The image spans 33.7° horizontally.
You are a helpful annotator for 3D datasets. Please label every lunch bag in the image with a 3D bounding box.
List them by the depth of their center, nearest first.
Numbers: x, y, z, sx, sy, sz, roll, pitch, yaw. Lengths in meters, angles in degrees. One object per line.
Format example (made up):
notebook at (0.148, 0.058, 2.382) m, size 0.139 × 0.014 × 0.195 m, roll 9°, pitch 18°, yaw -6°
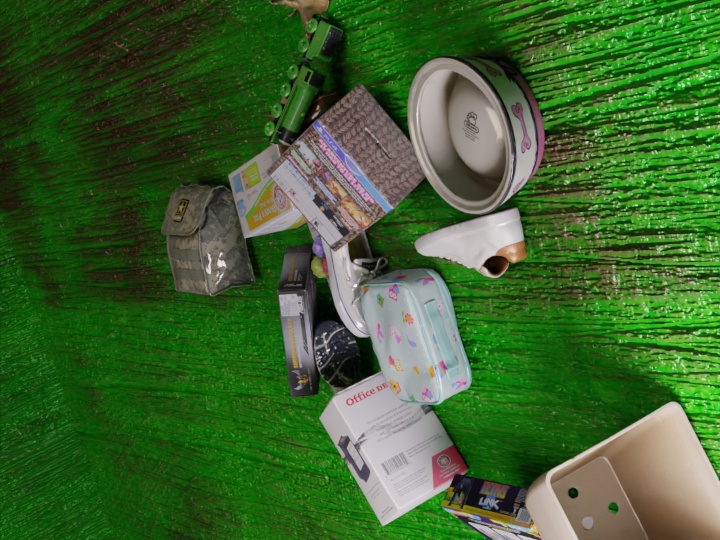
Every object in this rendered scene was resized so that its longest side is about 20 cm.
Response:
lunch bag at (0.086, 0.099, 1.755) m, size 0.160 × 0.077 × 0.202 m, roll -8°, pitch 103°, yaw 57°
lunch bag at (-0.291, -0.063, 2.209) m, size 0.163 × 0.117 × 0.202 m, roll 5°, pitch 108°, yaw 56°

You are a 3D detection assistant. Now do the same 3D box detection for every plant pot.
plant pot at (0.310, 0.301, 1.436) m, size 0.201 × 0.198 × 0.177 m, roll 63°, pitch 160°, yaw 7°

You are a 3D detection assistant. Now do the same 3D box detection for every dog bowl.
dog bowl at (0.147, -0.176, 1.483) m, size 0.200 × 0.073 × 0.202 m, roll 36°, pitch 138°, yaw 42°

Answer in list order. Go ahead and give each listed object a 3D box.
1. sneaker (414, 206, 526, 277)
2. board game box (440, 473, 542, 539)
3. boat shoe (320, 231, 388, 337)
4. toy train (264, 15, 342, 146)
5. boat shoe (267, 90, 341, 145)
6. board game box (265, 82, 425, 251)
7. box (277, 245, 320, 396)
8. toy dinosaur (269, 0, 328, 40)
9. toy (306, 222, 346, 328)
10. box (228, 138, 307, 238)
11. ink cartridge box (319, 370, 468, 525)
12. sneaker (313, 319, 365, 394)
sneaker at (0.144, -0.025, 1.585) m, size 0.199 × 0.072 × 0.086 m, roll -12°, pitch 97°, yaw 58°
board game box at (0.232, 0.350, 1.627) m, size 0.165 × 0.057 × 0.199 m, roll 37°, pitch 161°, yaw -27°
boat shoe at (0.003, -0.001, 1.835) m, size 0.086 × 0.074 × 0.204 m, roll -17°, pitch 84°, yaw 43°
toy train at (-0.082, -0.272, 1.734) m, size 0.056 × 0.041 × 0.202 m, roll 33°, pitch 105°, yaw 41°
boat shoe at (-0.095, -0.242, 1.822) m, size 0.199 × 0.075 × 0.075 m, roll -20°, pitch 89°, yaw 59°
board game box at (-0.019, -0.143, 1.702) m, size 0.160 × 0.097 × 0.200 m, roll 49°, pitch 149°, yaw -5°
box at (-0.098, 0.082, 1.979) m, size 0.159 × 0.048 × 0.202 m, roll -88°, pitch -6°, yaw -62°
toy dinosaur at (-0.085, -0.418, 1.727) m, size 0.101 × 0.058 × 0.201 m, roll 32°, pitch 144°, yaw 24°
toy at (-0.046, -0.002, 1.925) m, size 0.115 × 0.047 × 0.202 m, roll -20°, pitch 93°, yaw 58°
box at (-0.117, -0.132, 1.886) m, size 0.200 × 0.100 × 0.114 m, roll -23°, pitch 81°, yaw 59°
ink cartridge box at (0.050, 0.267, 1.853) m, size 0.201 × 0.144 × 0.084 m, roll 58°, pitch 148°, yaw 16°
sneaker at (-0.037, 0.167, 1.973) m, size 0.086 × 0.077 × 0.202 m, roll 26°, pitch 143°, yaw 60°
